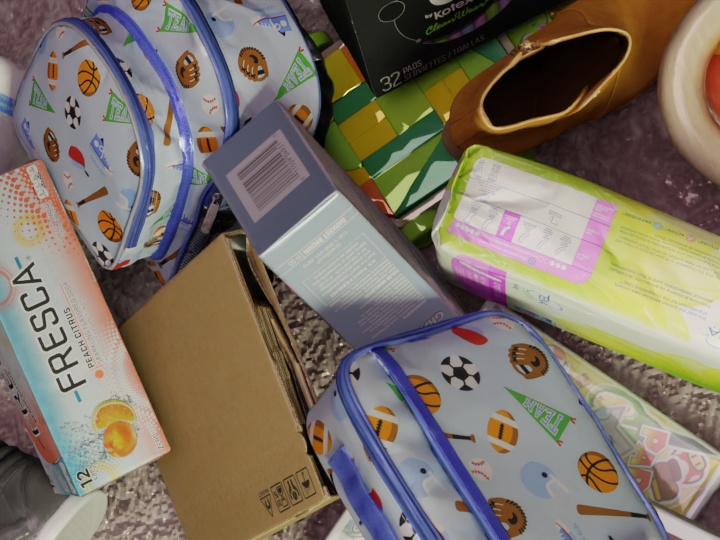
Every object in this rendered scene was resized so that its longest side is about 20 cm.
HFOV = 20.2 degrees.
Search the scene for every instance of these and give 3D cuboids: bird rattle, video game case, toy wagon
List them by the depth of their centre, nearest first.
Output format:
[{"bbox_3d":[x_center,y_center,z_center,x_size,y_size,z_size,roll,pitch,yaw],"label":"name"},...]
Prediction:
[{"bbox_3d":[0.252,-0.094,1.189,0.163,0.113,0.201,28,99,2],"label":"bird rattle"},{"bbox_3d":[0.096,0.148,1.230,0.182,0.023,0.200,34,90,17],"label":"video game case"},{"bbox_3d":[0.049,-0.116,1.280,0.200,0.040,0.156,-34,74,7],"label":"toy wagon"}]

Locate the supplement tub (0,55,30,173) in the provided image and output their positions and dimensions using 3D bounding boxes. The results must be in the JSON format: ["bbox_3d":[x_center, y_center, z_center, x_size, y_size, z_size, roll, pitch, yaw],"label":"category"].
[{"bbox_3d":[-0.292,-0.051,1.312,0.131,0.132,0.201,21,85,17],"label":"supplement tub"}]

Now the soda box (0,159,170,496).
[{"bbox_3d":[-0.192,0.037,1.245,0.068,0.064,0.201,-25,95,-22],"label":"soda box"}]

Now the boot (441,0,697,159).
[{"bbox_3d":[0.140,-0.125,1.183,0.201,0.144,0.071,-33,92,-12],"label":"boot"}]

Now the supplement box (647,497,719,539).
[{"bbox_3d":[0.168,0.244,1.162,0.108,0.061,0.201,26,89,5],"label":"supplement box"}]

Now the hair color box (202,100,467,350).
[{"bbox_3d":[0.000,0.000,1.178,0.061,0.200,0.099,-40,43,6],"label":"hair color box"}]

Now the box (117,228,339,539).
[{"bbox_3d":[-0.083,0.081,1.208,0.021,0.200,0.164,-17,80,-30],"label":"box"}]

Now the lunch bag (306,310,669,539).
[{"bbox_3d":[0.068,0.123,1.093,0.200,0.160,0.076,57,137,23],"label":"lunch bag"}]

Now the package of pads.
[{"bbox_3d":[0.141,0.001,1.160,0.199,0.155,0.068,22,83,7],"label":"package of pads"}]

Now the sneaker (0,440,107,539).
[{"bbox_3d":[-0.260,0.194,1.283,0.099,0.071,0.200,33,71,21],"label":"sneaker"}]

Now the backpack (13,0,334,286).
[{"bbox_3d":[-0.114,-0.104,1.232,0.200,0.154,0.191,51,132,19],"label":"backpack"}]

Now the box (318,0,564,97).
[{"bbox_3d":[0.060,-0.228,1.213,0.199,0.149,0.125,-27,61,-3],"label":"box"}]
